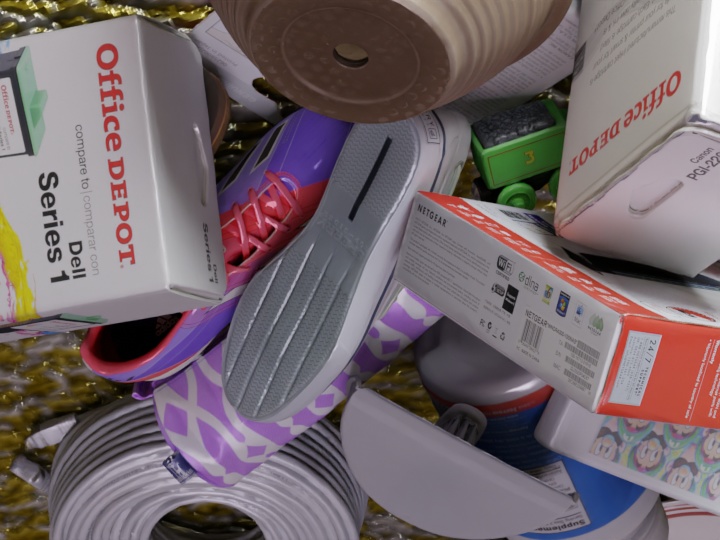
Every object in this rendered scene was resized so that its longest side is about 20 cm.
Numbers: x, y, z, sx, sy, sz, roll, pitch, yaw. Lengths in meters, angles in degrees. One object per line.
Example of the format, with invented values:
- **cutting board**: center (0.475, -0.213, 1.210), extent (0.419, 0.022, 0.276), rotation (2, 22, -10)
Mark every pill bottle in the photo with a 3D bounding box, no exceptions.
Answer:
- **pill bottle**: center (0.114, 0.096, 1.433), extent (0.111, 0.113, 0.201), rotation (-16, 131, 15)

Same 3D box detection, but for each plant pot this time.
- **plant pot**: center (0.003, -0.137, 1.165), extent (0.199, 0.093, 0.202), rotation (9, 144, 6)

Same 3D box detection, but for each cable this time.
- **cable**: center (-0.095, 0.151, 1.513), extent (0.199, 0.070, 0.200), rotation (-26, 127, 22)

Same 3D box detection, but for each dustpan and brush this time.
- **dustpan and brush**: center (0.037, 0.114, 1.386), extent (0.139, 0.058, 0.200), rotation (28, 148, -4)

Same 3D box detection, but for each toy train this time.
- **toy train**: center (0.149, -0.083, 1.288), extent (0.198, 0.042, 0.057), rotation (-20, 127, -5)

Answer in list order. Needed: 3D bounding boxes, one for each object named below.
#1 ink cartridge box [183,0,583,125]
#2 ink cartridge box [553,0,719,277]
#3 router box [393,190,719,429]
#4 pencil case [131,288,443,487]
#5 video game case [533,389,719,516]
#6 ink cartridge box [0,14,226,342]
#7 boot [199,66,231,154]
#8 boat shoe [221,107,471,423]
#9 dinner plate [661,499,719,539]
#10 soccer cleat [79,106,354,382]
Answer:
- **ink cartridge box**: center (0.016, -0.134, 1.285), extent (0.162, 0.057, 0.200), rotation (31, 146, -24)
- **ink cartridge box**: center (0.166, -0.117, 1.155), extent (0.084, 0.202, 0.146), rotation (19, 154, -16)
- **router box**: center (0.139, 0.023, 1.195), extent (0.178, 0.200, 0.049), rotation (9, 103, -30)
- **pencil case**: center (-0.033, 0.037, 1.378), extent (0.200, 0.084, 0.086), rotation (-38, 102, 14)
- **video game case**: center (0.215, 0.045, 1.368), extent (0.199, 0.024, 0.183), rotation (22, 97, -29)
- **ink cartridge box**: center (-0.181, -0.041, 1.273), extent (0.198, 0.146, 0.084), rotation (-10, 172, 16)
- **boot**: center (-0.124, -0.039, 1.360), extent (0.075, 0.074, 0.200), rotation (8, 136, -44)
- **boat shoe**: center (0.000, 0.000, 1.287), extent (0.067, 0.074, 0.201), rotation (-2, 133, -50)
- **dinner plate**: center (0.216, 0.210, 1.592), extent (0.198, 0.024, 0.201), rotation (1, 132, 1)
- **soccer cleat**: center (-0.072, -0.012, 1.315), extent (0.200, 0.073, 0.068), rotation (-44, 83, 16)
